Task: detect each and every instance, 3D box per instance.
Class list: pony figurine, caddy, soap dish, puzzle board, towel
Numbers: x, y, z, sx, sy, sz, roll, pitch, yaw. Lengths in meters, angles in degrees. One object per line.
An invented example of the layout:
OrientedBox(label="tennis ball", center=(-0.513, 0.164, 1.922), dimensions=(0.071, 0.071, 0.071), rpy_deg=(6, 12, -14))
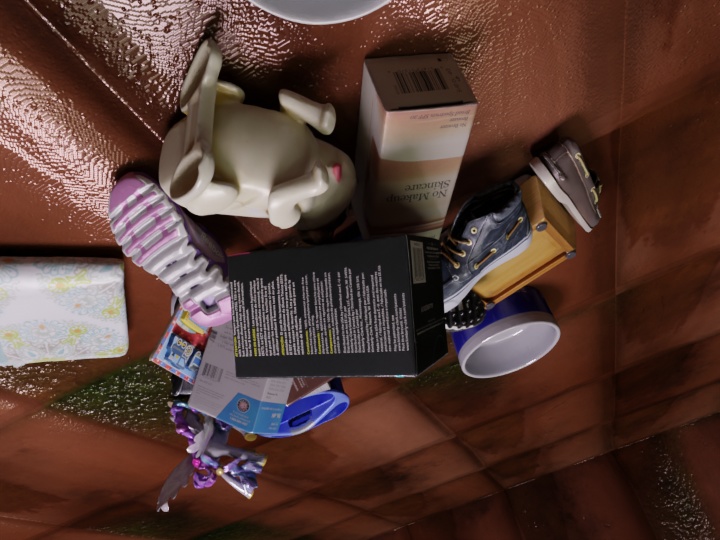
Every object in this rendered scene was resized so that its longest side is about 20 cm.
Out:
OrientedBox(label="pony figurine", center=(-0.264, 0.317, 0.946), dimensions=(0.197, 0.194, 0.169), rpy_deg=(33, 100, -18))
OrientedBox(label="caddy", center=(-0.115, 0.254, 1.024), dimensions=(0.196, 0.107, 0.141), rpy_deg=(-28, 143, 16))
OrientedBox(label="soap dish", center=(0.212, -0.032, 0.797), dimensions=(0.198, 0.083, 0.156), rpy_deg=(-37, 140, 24))
OrientedBox(label="puzzle board", center=(-0.191, 0.092, 0.756), dimensions=(0.017, 0.154, 0.201), rpy_deg=(13, 156, 28))
OrientedBox(label="towel", center=(-0.391, 0.053, 0.696), dimensions=(0.166, 0.049, 0.202), rpy_deg=(-3, 143, -23))

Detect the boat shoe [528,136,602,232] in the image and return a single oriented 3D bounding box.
OrientedBox(label="boat shoe", center=(0.295, -0.114, 0.733), dimensions=(0.059, 0.073, 0.198), rpy_deg=(-41, 140, 21))

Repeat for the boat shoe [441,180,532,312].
OrientedBox(label="boat shoe", center=(0.124, -0.028, 0.675), dimensions=(0.198, 0.071, 0.092), rpy_deg=(-37, 134, -3))

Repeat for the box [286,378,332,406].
OrientedBox(label="box", center=(-0.048, 0.117, 0.816), dimensions=(0.196, 0.077, 0.100), rpy_deg=(-27, -178, -17))

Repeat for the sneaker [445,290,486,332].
OrientedBox(label="sneaker", center=(0.079, 0.060, 0.762), dimensions=(0.193, 0.069, 0.091), rpy_deg=(-1, 163, -18))

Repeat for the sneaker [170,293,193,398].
OrientedBox(label="sneaker", center=(-0.234, 0.111, 0.775), dimensions=(0.073, 0.116, 0.202), rpy_deg=(0, 142, -19))

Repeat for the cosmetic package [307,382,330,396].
OrientedBox(label="cosmetic package", center=(-0.157, 0.176, 0.923), dimensions=(0.193, 0.092, 0.108), rpy_deg=(-14, 145, 1))

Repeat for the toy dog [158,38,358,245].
OrientedBox(label="toy dog", center=(-0.092, -0.093, 0.546), dimensions=(0.195, 0.144, 0.193), rpy_deg=(12, 149, -34))

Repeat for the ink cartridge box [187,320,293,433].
OrientedBox(label="ink cartridge box", center=(-0.139, 0.098, 0.717), dimensions=(0.113, 0.206, 0.066), rpy_deg=(12, 170, 27))

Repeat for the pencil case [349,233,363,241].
OrientedBox(label="pencil case", center=(0.000, 0.000, 0.750), dimensions=(0.196, 0.089, 0.078), rpy_deg=(-30, -176, 19))

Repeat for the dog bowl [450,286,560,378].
OrientedBox(label="dog bowl", center=(0.274, 0.122, 1.032), dimensions=(0.193, 0.081, 0.203), rpy_deg=(-11, 144, -8))

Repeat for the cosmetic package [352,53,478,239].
OrientedBox(label="cosmetic package", center=(0.051, -0.123, 0.602), dimensions=(0.100, 0.089, 0.203), rpy_deg=(-10, 144, -11))

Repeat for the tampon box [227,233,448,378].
OrientedBox(label="tampon box", center=(-0.018, 0.037, 0.577), dimensions=(0.194, 0.131, 0.149), rpy_deg=(-4, 179, 21))

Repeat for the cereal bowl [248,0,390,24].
OrientedBox(label="cereal bowl", center=(-0.027, -0.283, 0.358), dimensions=(0.193, 0.085, 0.203), rpy_deg=(-12, 144, -8))

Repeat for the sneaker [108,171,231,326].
OrientedBox(label="sneaker", center=(-0.211, -0.031, 0.633), dimensions=(0.079, 0.090, 0.203), rpy_deg=(-23, 122, 13))
